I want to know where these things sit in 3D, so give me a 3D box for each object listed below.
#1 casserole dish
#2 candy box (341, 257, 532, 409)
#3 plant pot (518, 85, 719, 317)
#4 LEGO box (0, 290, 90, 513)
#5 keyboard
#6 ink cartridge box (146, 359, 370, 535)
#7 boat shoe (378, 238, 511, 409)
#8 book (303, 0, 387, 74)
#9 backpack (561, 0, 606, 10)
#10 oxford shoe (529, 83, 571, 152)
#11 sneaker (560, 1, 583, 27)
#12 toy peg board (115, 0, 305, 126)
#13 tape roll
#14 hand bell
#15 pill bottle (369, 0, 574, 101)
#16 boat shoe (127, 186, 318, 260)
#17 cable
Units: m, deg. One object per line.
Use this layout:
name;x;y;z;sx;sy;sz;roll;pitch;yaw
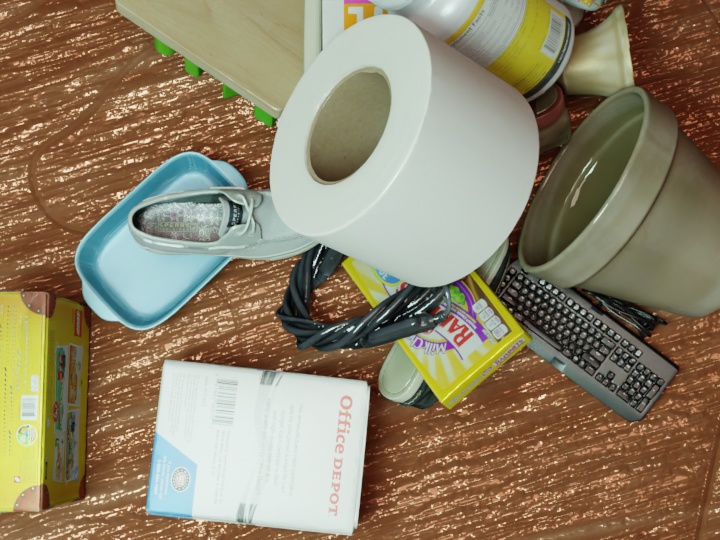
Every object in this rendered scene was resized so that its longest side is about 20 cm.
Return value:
casserole dish;-0.194;-0.028;1.171;0.200;0.039;0.121;-44;84;-4
candy box;0.068;0.028;1.109;0.102;0.026;0.200;-43;52;8
plant pot;0.277;-0.047;1.101;0.173;0.200;0.200;28;85;-12
LEGO box;-0.315;0.124;1.100;0.077;0.149;0.201;0;83;2
keyboard;0.226;0.055;1.151;0.200;0.040;0.104;36;86;4
ink cartridge box;-0.095;0.170;1.122;0.199;0.086;0.147;6;84;1
boat shoe;0.097;0.052;1.144;0.066;0.074;0.200;35;82;-37
book;0.014;-0.235;1.101;0.133;0.048;0.201;-8;108;-27
backpack;0.203;-0.362;1.135;0.175;0.153;0.200;22;47;5
oxford shoe;0.116;-0.119;1.160;0.200;0.075;0.071;-16;47;18
sneaker;0.129;-0.268;1.166;0.199;0.088;0.075;-1;82;1
toy peg board;-0.109;-0.265;1.181;0.200;0.098;0.199;34;70;4
tape roll;0.036;-0.101;1.005;0.139;0.203;0.203;23;83;-37
hand bell;0.171;-0.200;1.169;0.199;0.104;0.104;-7;83;12
pill bottle;0.096;-0.239;1.059;0.200;0.112;0.112;24;83;-38
boat shoe;-0.127;-0.046;1.117;0.200;0.072;0.070;-3;84;0
cable;0.000;0.000;1.117;0.200;0.051;0.164;-19;59;25
